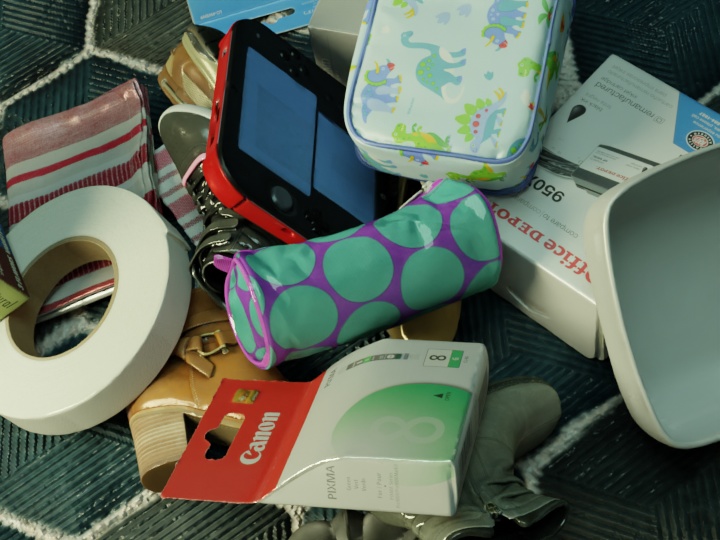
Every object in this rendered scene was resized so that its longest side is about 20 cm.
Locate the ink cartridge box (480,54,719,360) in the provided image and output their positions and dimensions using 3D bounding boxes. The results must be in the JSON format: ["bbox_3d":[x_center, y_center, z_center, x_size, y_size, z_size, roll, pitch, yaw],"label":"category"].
[{"bbox_3d":[0.194,-0.052,1.226,0.144,0.085,0.200,34,69,27],"label":"ink cartridge box"}]

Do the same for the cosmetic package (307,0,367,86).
[{"bbox_3d":[0.063,-0.187,1.323,0.198,0.107,0.091,9,59,16],"label":"cosmetic package"}]

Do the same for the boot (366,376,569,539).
[{"bbox_3d":[0.098,0.146,1.075,0.199,0.068,0.130,-20,32,-35],"label":"boot"}]

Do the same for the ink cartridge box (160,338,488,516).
[{"bbox_3d":[-0.020,0.099,1.054,0.198,0.051,0.161,4,26,11],"label":"ink cartridge box"}]

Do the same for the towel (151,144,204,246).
[{"bbox_3d":[-0.081,-0.059,1.309,0.146,0.030,0.200,-32,61,-12],"label":"towel"}]

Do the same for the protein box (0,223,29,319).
[{"bbox_3d":[-0.403,-0.008,1.188,0.199,0.199,0.136,-35,57,8],"label":"protein box"}]

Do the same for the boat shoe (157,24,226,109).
[{"bbox_3d":[-0.100,-0.109,1.290,0.074,0.075,0.201,-41,69,20],"label":"boat shoe"}]

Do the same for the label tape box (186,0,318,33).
[{"bbox_3d":[-0.104,-0.309,1.452,0.142,0.066,0.201,-16,55,-2],"label":"label tape box"}]

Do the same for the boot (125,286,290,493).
[{"bbox_3d":[-0.085,0.076,1.193,0.198,0.074,0.156,-9,53,0],"label":"boot"}]

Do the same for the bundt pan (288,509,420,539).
[{"bbox_3d":[0.005,0.248,1.065,0.199,0.076,0.204,-4,56,6],"label":"bundt pan"}]

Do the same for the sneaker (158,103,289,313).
[{"bbox_3d":[-0.108,-0.046,1.207,0.200,0.071,0.099,49,39,10],"label":"sneaker"}]

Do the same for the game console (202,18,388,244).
[{"bbox_3d":[-0.044,-0.095,1.232,0.031,0.176,0.201,-39,33,36],"label":"game console"}]

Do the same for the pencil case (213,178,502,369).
[{"bbox_3d":[0.000,0.000,1.139,0.198,0.085,0.093,-20,76,-18],"label":"pencil case"}]

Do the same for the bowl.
[{"bbox_3d":[0.249,0.012,1.127,0.198,0.074,0.202,-20,98,-25],"label":"bowl"}]

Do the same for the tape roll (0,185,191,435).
[{"bbox_3d":[-0.224,0.029,1.221,0.201,0.037,0.205,-15,57,23],"label":"tape roll"}]

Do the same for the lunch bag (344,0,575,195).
[{"bbox_3d":[0.075,-0.167,1.206,0.159,0.083,0.202,9,73,14],"label":"lunch bag"}]

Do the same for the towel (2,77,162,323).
[{"bbox_3d":[-0.237,-0.060,1.315,0.143,0.023,0.202,-21,55,13],"label":"towel"}]

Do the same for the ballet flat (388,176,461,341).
[{"bbox_3d":[0.050,-0.027,1.242,0.068,0.063,0.202,3,57,-2],"label":"ballet flat"}]
